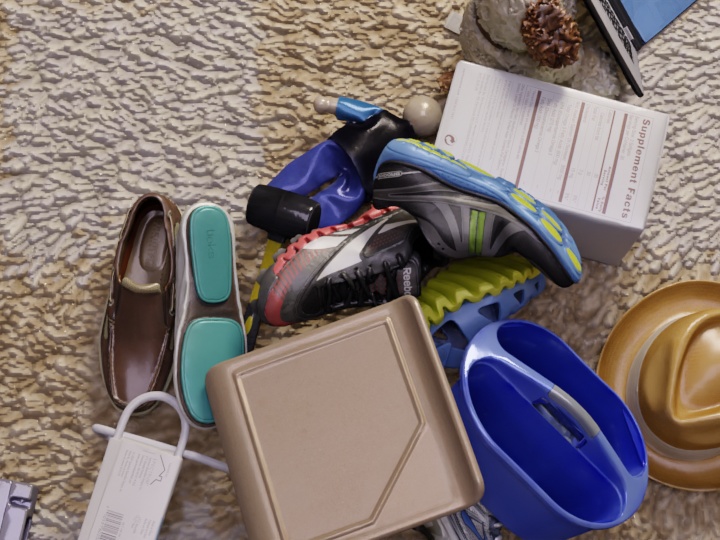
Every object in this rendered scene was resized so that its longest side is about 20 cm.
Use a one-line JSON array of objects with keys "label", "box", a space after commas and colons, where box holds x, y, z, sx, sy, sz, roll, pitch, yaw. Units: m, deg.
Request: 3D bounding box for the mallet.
[{"label": "mallet", "box": [-0.101, 0.020, 1.179, 0.065, 0.041, 0.202, 25, 96, 13]}]

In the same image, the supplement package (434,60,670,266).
[{"label": "supplement package", "box": [0.166, -0.096, 1.196, 0.197, 0.117, 0.119, 15, 75, 3]}]

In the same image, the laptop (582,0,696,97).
[{"label": "laptop", "box": [0.261, -0.299, 1.217, 0.115, 0.201, 0.188, -28, 111, 21]}]

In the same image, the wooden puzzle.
[{"label": "wooden puzzle", "box": [-0.016, 0.137, 1.079, 0.198, 0.037, 0.187, -21, 69, 3]}]

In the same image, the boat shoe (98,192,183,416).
[{"label": "boat shoe", "box": [-0.202, 0.027, 1.178, 0.074, 0.075, 0.205, 2, 74, 0]}]

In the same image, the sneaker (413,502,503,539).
[{"label": "sneaker", "box": [0.099, 0.225, 1.129, 0.085, 0.077, 0.201, -30, 78, -14]}]

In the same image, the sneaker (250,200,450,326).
[{"label": "sneaker", "box": [0.000, 0.000, 1.143, 0.199, 0.072, 0.098, -28, 45, -27]}]

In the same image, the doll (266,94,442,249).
[{"label": "doll", "box": [-0.006, -0.106, 1.231, 0.199, 0.049, 0.137, -33, 80, -9]}]

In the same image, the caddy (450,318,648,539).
[{"label": "caddy", "box": [0.155, 0.135, 1.105, 0.200, 0.105, 0.142, 44, 51, -3]}]

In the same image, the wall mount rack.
[{"label": "wall mount rack", "box": [-0.169, 0.216, 1.131, 0.171, 0.075, 0.202, 15, 75, 7]}]

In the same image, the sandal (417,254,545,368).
[{"label": "sandal", "box": [0.084, 0.051, 1.185, 0.198, 0.079, 0.088, -27, 112, -15]}]

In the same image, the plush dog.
[{"label": "plush dog", "box": [0.144, -0.239, 1.198, 0.158, 0.172, 0.202, -18, 68, -5]}]

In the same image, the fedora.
[{"label": "fedora", "box": [0.309, 0.096, 1.161, 0.197, 0.082, 0.204, 0, 74, 0]}]

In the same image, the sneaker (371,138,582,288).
[{"label": "sneaker", "box": [0.099, -0.040, 1.106, 0.198, 0.071, 0.083, 28, 108, 7]}]

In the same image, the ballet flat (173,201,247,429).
[{"label": "ballet flat", "box": [-0.140, 0.042, 1.159, 0.068, 0.069, 0.203, -2, 80, -1]}]

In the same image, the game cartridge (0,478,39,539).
[{"label": "game cartridge", "box": [-0.365, 0.276, 1.130, 0.128, 0.038, 0.203, 9, 75, 6]}]
